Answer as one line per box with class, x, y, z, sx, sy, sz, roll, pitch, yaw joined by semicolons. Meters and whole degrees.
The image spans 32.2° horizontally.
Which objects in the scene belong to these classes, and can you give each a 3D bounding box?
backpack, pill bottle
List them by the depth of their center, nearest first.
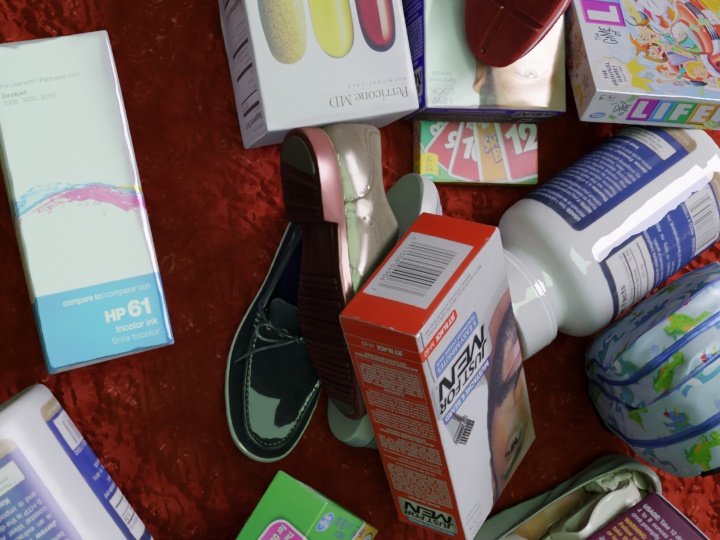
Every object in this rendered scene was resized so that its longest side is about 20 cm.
pill bottle;-0.203;0.188;0.823;0.119;0.120;0.201;-34;96;-12
backpack;0.236;0.069;0.868;0.162;0.200;0.154;-31;106;8
pill bottle;0.172;-0.022;0.917;0.199;0.111;0.112;-34;97;-15

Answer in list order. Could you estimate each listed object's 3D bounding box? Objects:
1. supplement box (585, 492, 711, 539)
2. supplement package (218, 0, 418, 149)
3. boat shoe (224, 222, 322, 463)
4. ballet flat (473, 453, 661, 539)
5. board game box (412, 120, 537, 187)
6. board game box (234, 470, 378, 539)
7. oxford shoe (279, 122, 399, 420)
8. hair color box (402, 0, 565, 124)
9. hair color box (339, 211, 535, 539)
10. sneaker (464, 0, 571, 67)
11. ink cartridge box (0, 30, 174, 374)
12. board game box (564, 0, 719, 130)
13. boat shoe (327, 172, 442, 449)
supplement box;0.175;0.279;0.896;0.199;0.103;0.132;-33;130;-11
supplement package;-0.039;-0.197;0.875;0.113;0.109;0.202;-11;92;-13
boat shoe;-0.046;0.040;0.894;0.074;0.062;0.202;20;86;-14
ballet flat;0.140;0.202;0.934;0.199;0.064;0.068;-32;96;-12
board game box;0.088;-0.166;0.949;0.095;0.030;0.202;0;86;-13
board game box;-0.072;0.241;0.839;0.040;0.153;0.201;29;82;21
oxford shoe;0.000;0.000;0.837;0.074;0.070;0.202;-15;107;-31
hair color box;0.088;-0.211;0.905;0.108;0.065;0.202;-1;89;-14
hair color box;0.059;0.075;0.846;0.111;0.063;0.201;-51;141;-35
sneaker;0.155;-0.224;0.841;0.115;0.201;0.078;-7;46;-48
ink cartridge box;-0.186;-0.043;0.818;0.084;0.144;0.202;-13;92;-13
board game box;0.210;-0.196;0.925;0.133;0.034;0.202;1;58;-14
boat shoe;0.032;0.033;0.917;0.071;0.070;0.203;18;83;-33
